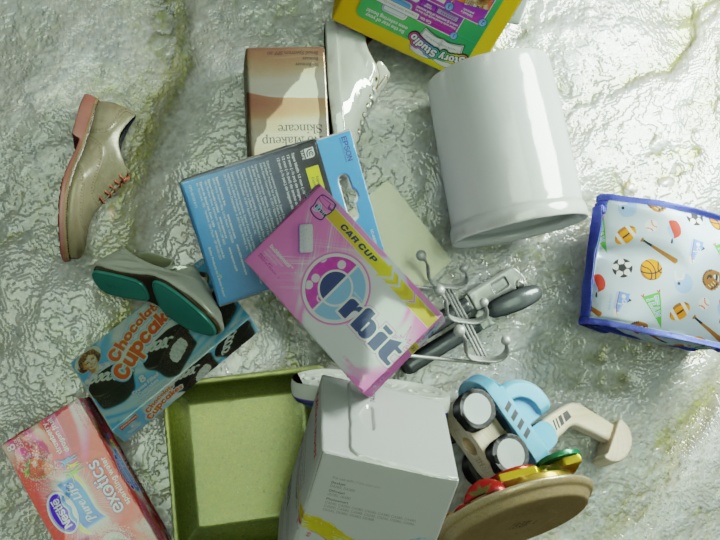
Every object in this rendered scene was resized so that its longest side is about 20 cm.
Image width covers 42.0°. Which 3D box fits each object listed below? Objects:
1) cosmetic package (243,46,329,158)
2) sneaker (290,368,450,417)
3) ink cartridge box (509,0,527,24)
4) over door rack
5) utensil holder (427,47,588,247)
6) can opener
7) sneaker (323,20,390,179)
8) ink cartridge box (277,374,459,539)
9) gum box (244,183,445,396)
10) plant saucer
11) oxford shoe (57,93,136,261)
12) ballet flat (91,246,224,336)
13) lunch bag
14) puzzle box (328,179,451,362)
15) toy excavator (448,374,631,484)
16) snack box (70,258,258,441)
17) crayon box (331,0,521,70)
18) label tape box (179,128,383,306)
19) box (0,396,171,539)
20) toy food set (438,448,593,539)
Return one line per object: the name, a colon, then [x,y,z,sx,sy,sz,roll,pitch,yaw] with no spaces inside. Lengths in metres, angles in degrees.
cosmetic package: [-0.090,-0.161,1.146,0.101,0.087,0.204,-4,84,-9]
sneaker: [0.006,0.202,1.091,0.196,0.081,0.149,8,100,-15]
ink cartridge box: [0.125,-0.411,1.169,0.196,0.146,0.085,12,38,-7]
over door rack: [0.061,0.046,1.084,0.196,0.149,0.068,-3,129,-18]
utensil holder: [0.174,-0.146,1.141,0.167,0.170,0.204,-9,84,-9]
can opener: [0.129,0.060,1.168,0.198,0.066,0.053,-30,90,-5]
sneaker: [-0.001,-0.216,1.171,0.083,0.073,0.204,-2,83,-5]
ink cartridge box: [0.001,0.245,0.996,0.143,0.147,0.203,14,113,-8]
gum box: [-0.019,0.018,0.983,0.113,0.066,0.200,-43,78,-1]
plant saucer: [-0.129,0.224,1.118,0.196,0.048,0.204,-5,85,-8]
oxford shoe: [-0.315,-0.107,1.119,0.073,0.070,0.204,11,83,-12]
ballet flat: [-0.225,0.014,1.086,0.197,0.069,0.071,18,80,28]
lunch bag: [0.371,0.004,1.176,0.196,0.124,0.174,11,83,-14]
puzzle box: [0.000,0.000,1.172,0.199,0.025,0.134,-39,91,-10]
toy excavator: [0.217,0.191,1.151,0.199,0.100,0.196,-33,82,-25]
snack box: [-0.229,0.089,1.097,0.199,0.037,0.116,-40,56,-10]
crayon box: [0.089,-0.345,1.133,0.197,0.173,0.059,22,41,-15]
label tape box: [-0.089,-0.062,1.060,0.197,0.066,0.146,-18,100,-8]
box: [-0.308,0.256,1.066,0.102,0.095,0.202,-29,88,-9]
toy food set: [0.178,0.273,1.086,0.194,0.201,0.049,-12,59,-8]
